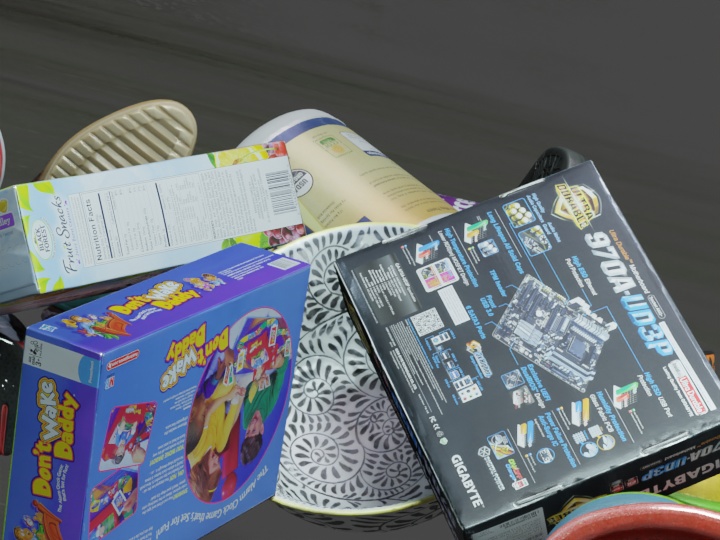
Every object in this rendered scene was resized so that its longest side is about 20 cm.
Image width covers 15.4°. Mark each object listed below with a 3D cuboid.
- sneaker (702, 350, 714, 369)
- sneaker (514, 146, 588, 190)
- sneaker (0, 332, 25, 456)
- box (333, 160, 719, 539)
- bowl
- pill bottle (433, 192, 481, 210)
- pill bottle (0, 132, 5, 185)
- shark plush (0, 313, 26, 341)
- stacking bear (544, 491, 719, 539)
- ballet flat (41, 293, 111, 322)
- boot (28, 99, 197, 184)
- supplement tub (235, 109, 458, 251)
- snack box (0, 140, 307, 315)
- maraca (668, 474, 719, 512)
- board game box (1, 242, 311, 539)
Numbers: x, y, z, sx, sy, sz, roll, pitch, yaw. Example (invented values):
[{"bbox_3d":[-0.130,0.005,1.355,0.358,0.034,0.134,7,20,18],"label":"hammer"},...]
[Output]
[{"bbox_3d":[0.160,0.066,1.836,0.200,0.090,0.070,20,13,33],"label":"sneaker"},{"bbox_3d":[0.145,-0.018,1.790,0.104,0.060,0.200,21,-25,-10],"label":"sneaker"},{"bbox_3d":[-0.187,0.077,1.521,0.200,0.074,0.087,11,-6,-14],"label":"sneaker"},{"bbox_3d":[0.093,0.047,1.434,0.159,0.046,0.200,-22,52,-6],"label":"box"},{"bbox_3d":[0.008,0.079,1.515,0.200,0.094,0.201,-4,52,6],"label":"bowl"},{"bbox_3d":[0.053,-0.002,2.011,0.200,0.113,0.112,13,11,6],"label":"pill bottle"},{"bbox_3d":[-0.348,-0.074,1.945,0.114,0.114,0.200,14,12,13],"label":"pill bottle"},{"bbox_3d":[-0.283,0.022,1.756,0.083,0.091,0.200,-22,52,-37],"label":"shark plush"},{"bbox_3d":[0.141,0.162,1.312,0.114,0.122,0.200,20,3,10],"label":"stacking bear"},{"bbox_3d":[-0.147,0.050,1.622,0.072,0.072,0.200,8,-1,-19],"label":"ballet flat"},{"bbox_3d":[-0.194,-0.064,1.882,0.072,0.200,0.166,48,10,-11],"label":"boot"},{"bbox_3d":[0.000,0.000,1.777,0.200,0.145,0.144,38,23,28],"label":"supplement tub"},{"bbox_3d":[-0.161,-0.018,1.546,0.200,0.068,0.169,-14,0,-43],"label":"snack box"},{"bbox_3d":[0.194,0.126,1.524,0.200,0.107,0.137,17,12,25],"label":"maraca"},{"bbox_3d":[-0.100,0.074,1.334,0.045,0.135,0.200,17,19,24],"label":"board game box"}]
